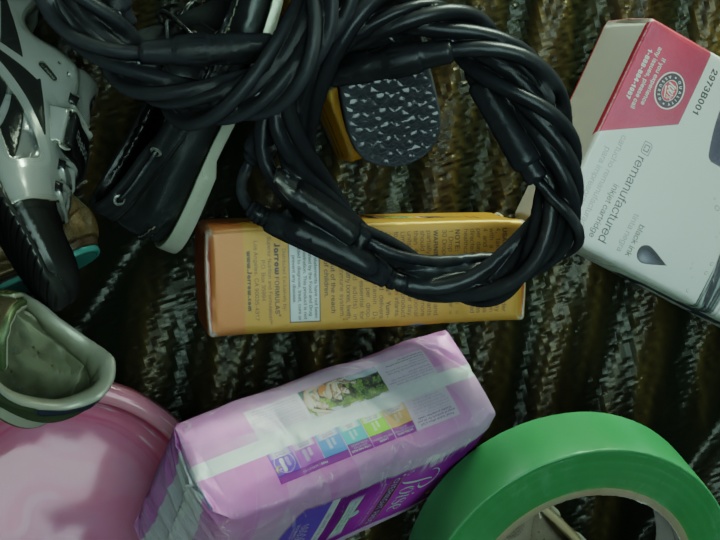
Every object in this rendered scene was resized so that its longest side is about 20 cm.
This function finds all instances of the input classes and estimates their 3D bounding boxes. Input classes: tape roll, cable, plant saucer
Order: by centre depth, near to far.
[{"bbox_3d":[-0.094,-0.171,0.787,0.199,0.051,0.164,36,98,3],"label":"cable"},{"bbox_3d":[0.040,-0.065,0.846,0.198,0.051,0.165,24,103,-10],"label":"cable"},{"bbox_3d":[0.126,0.186,0.925,0.198,0.048,0.203,-6,115,-13],"label":"tape roll"},{"bbox_3d":[-0.182,0.162,0.930,0.198,0.051,0.203,-2,98,-12],"label":"plant saucer"}]

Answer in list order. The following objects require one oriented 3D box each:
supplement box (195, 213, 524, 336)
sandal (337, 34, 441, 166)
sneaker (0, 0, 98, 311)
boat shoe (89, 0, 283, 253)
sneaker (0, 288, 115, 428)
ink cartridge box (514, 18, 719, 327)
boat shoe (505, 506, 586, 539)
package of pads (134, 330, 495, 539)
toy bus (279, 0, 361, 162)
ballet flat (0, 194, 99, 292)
[{"bbox_3d":[0.000,0.000,0.935,0.197,0.067,0.070,-4,98,-11],"label":"supplement box"},{"bbox_3d":[0.005,-0.160,0.857,0.075,0.043,0.203,-4,112,-5],"label":"sandal"},{"bbox_3d":[-0.182,-0.077,0.861,0.088,0.074,0.202,-18,73,-20],"label":"sneaker"},{"bbox_3d":[-0.098,-0.110,0.839,0.065,0.075,0.201,17,111,-21],"label":"boat shoe"},{"bbox_3d":[-0.215,0.025,0.805,0.199,0.089,0.068,33,61,-35],"label":"sneaker"},{"bbox_3d":[0.223,-0.051,0.975,0.198,0.084,0.146,26,92,-14],"label":"ink cartridge box"},{"bbox_3d":[0.131,0.207,0.997,0.072,0.065,0.201,-38,103,-5],"label":"boat shoe"},{"bbox_3d":[-0.029,0.116,0.889,0.198,0.121,0.076,-18,65,-32],"label":"package of pads"},{"bbox_3d":[-0.019,-0.170,0.910,0.064,0.078,0.202,-24,101,-7],"label":"toy bus"},{"bbox_3d":[-0.251,0.004,0.893,0.199,0.068,0.073,-31,82,-7],"label":"ballet flat"}]
